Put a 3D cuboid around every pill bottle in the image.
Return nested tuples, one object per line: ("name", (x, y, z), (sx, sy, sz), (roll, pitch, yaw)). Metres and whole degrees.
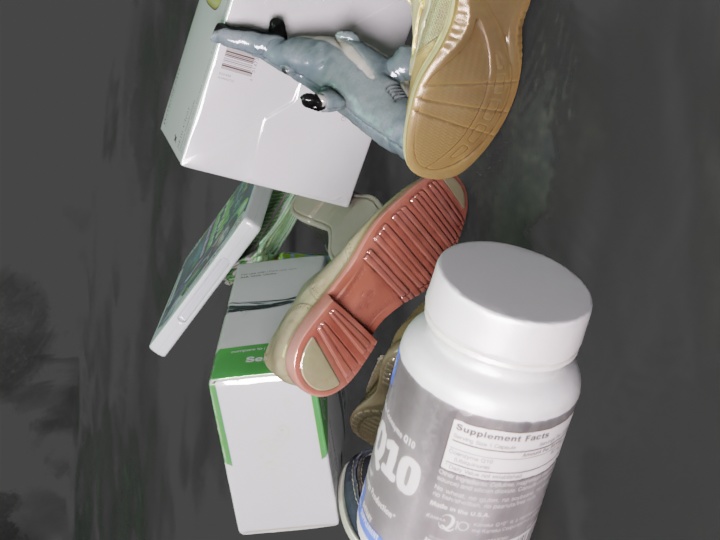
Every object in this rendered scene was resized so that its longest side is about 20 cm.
("pill bottle", (0.070, 0.091, 0.798), (0.114, 0.114, 0.200), (-118, 35, -55))

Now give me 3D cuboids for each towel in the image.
("towel", (-0.086, -0.061, 1.306), (0.153, 0.023, 0.200), (-60, 12, -16))

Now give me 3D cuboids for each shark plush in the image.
("shark plush", (-0.018, -0.151, 0.998), (0.091, 0.200, 0.083), (-49, 9, 45))

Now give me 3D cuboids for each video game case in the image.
("video game case", (-0.148, -0.025, 1.352), (0.182, 0.023, 0.200), (-51, 13, 24))

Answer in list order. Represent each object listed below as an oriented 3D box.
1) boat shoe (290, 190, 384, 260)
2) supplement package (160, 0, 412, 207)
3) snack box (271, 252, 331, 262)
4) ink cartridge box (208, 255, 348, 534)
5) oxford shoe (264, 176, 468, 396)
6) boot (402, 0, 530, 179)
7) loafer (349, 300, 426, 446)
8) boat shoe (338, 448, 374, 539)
("boat shoe", (-0.001, -0.031, 1.130), (0.067, 0.057, 0.200), (-49, 29, 1))
("supplement package", (-0.063, -0.179, 1.099), (0.111, 0.155, 0.200), (-129, 56, -63))
("snack box", (-0.068, 0.090, 1.267), (0.169, 0.068, 0.200), (164, 106, -73))
("ink cartridge box", (-0.061, 0.095, 1.057), (0.200, 0.083, 0.147), (-87, -10, -62))
("oxford shoe", (0.000, 0.000, 0.936), (0.074, 0.200, 0.071), (11, 143, 55))
("boot", (0.057, -0.180, 0.929), (0.155, 0.073, 0.200), (-126, 44, -60))
("loafer", (0.045, 0.085, 0.947), (0.068, 0.076, 0.200), (-58, -3, -28))
("boat shoe", (0.036, 0.200, 0.943), (0.200, 0.075, 0.062), (-112, 29, -47))
